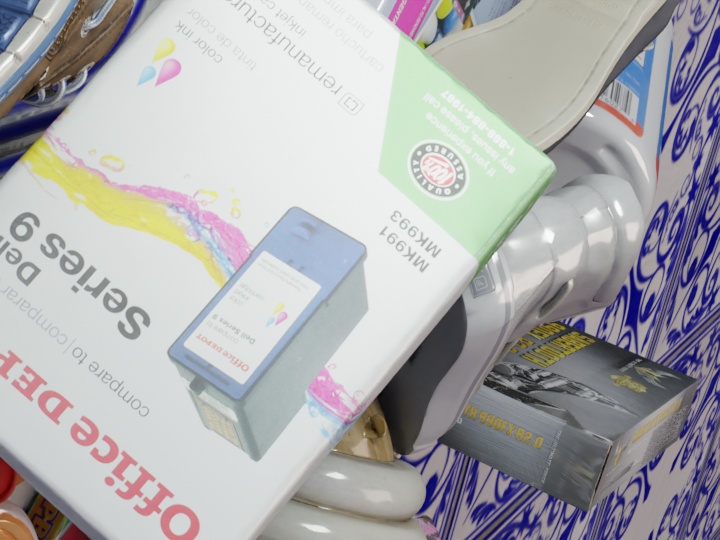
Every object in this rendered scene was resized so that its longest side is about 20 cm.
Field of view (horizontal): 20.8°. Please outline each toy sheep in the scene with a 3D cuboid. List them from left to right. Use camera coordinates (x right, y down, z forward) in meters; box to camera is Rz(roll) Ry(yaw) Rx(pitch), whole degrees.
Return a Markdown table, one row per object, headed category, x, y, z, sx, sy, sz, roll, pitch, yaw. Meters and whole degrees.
| category | x | y | z | sx | sy | sz | roll | pitch | yaw |
| --- | --- | --- | --- | --- | --- | --- | --- | --- | --- |
| toy sheep | -0.038 | 0.132 | 0.856 | 0.138 | 0.137 | 0.202 | 4 | 103 | -69 |

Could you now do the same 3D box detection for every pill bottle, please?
| category | x | y | z | sx | sy | sz | roll | pitch | yaw |
| --- | --- | --- | --- | --- | --- | --- | --- | --- | --- |
| pill bottle | 0.116 | -0.107 | 1.087 | 0.201 | 0.111 | 0.113 | -73 | 170 | -47 |

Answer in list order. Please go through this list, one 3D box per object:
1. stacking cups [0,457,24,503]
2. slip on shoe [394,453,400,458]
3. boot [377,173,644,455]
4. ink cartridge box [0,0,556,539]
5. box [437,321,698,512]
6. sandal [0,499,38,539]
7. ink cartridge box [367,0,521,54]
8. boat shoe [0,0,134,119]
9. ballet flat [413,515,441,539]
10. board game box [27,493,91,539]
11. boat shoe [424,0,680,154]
| category | x | y | z | sx | sy | sz | roll | pitch | yaw |
| --- | --- | --- | --- | --- | --- | --- | --- | --- | --- |
| stacking cups | -0.120 | 0.046 | 0.786 | 0.200 | 0.060 | 0.061 | -33 | 141 | -49 |
| slip on shoe | 0.021 | 0.030 | 1.096 | 0.201 | 0.076 | 0.061 | -63 | 167 | 8 |
| boot | 0.059 | 0.021 | 0.848 | 0.095 | 0.074 | 0.200 | -18 | 167 | -18 |
| ink cartridge box | -0.050 | -0.001 | 0.693 | 0.200 | 0.145 | 0.088 | -49 | 178 | -10 |
| box | 0.112 | 0.078 | 1.248 | 0.200 | 0.157 | 0.049 | -17 | 127 | -64 |
| sandal | -0.149 | 0.182 | 0.799 | 0.079 | 0.059 | 0.208 | -19 | 135 | -19 |
| ink cartridge box | 0.034 | -0.094 | 0.877 | 0.120 | 0.042 | 0.200 | -63 | 156 | -13 |
| boat shoe | -0.108 | -0.091 | 0.638 | 0.201 | 0.072 | 0.073 | -58 | 159 | -25 |
| ballet flat | -0.033 | 0.143 | 1.047 | 0.199 | 0.072 | 0.069 | 14 | 141 | -39 |
| board game box | -0.100 | 0.167 | 0.917 | 0.096 | 0.030 | 0.200 | -62 | 145 | -14 |
| boat shoe | 0.074 | -0.075 | 0.838 | 0.200 | 0.072 | 0.063 | -45 | 152 | -32 |
